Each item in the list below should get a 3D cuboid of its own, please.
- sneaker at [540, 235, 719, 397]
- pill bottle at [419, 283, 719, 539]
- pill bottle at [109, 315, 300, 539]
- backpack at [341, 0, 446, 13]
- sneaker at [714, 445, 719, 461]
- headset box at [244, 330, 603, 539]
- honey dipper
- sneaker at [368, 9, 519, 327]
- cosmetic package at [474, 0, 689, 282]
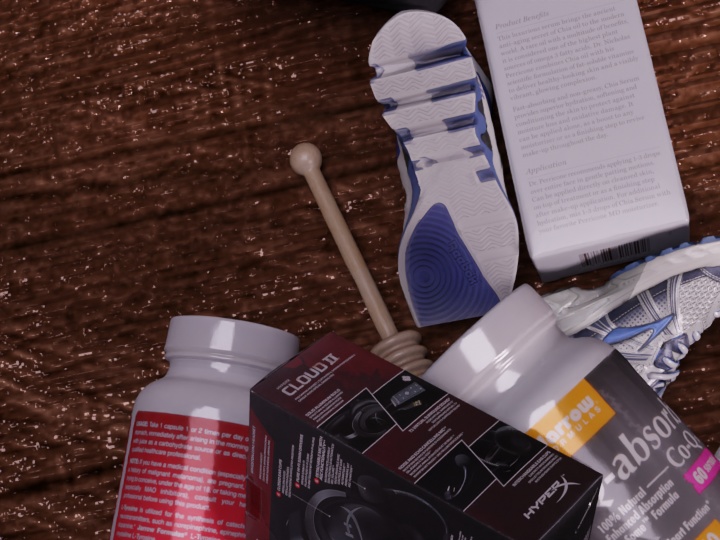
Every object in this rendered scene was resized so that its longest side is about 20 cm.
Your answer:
[{"bbox_3d":[0.176,0.039,0.897,0.198,0.077,0.086,-22,81,16],"label":"sneaker"},{"bbox_3d":[0.127,0.112,0.823,0.116,0.116,0.200,-43,82,0],"label":"pill bottle"},{"bbox_3d":[-0.094,0.135,0.909,0.111,0.112,0.202,6,79,14],"label":"pill bottle"},{"bbox_3d":[-0.003,-0.273,0.963,0.198,0.154,0.193,13,88,9],"label":"backpack"},{"bbox_3d":[0.270,0.053,0.872,0.200,0.076,0.080,-45,63,-7],"label":"sneaker"},{"bbox_3d":[0.019,0.139,0.797,0.199,0.150,0.077,26,39,30],"label":"headset box"},{"bbox_3d":[0.000,0.000,0.959,0.038,0.038,0.201,-26,71,6],"label":"honey dipper"},{"bbox_3d":[0.061,-0.074,0.941,0.080,0.115,0.201,-7,105,13],"label":"sneaker"},{"bbox_3d":[0.139,-0.105,0.932,0.100,0.071,0.202,-12,75,10],"label":"cosmetic package"}]
